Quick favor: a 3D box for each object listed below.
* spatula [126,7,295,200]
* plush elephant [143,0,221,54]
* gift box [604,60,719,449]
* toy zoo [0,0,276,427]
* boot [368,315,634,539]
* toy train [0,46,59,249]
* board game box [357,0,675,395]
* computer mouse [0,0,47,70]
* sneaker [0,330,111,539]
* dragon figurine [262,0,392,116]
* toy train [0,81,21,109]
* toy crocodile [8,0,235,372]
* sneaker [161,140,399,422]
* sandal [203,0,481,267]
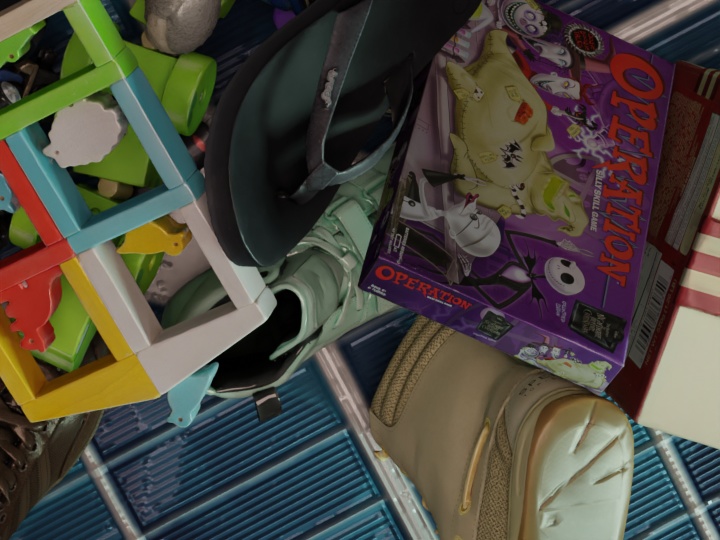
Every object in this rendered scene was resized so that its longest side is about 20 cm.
[{"bbox_3d":[-0.059,-0.076,1.151,0.200,0.021,0.057,-40,94,3],"label":"spatula"},{"bbox_3d":[-0.158,-0.197,1.034,0.154,0.165,0.200,-19,60,-25],"label":"plush elephant"},{"bbox_3d":[0.220,0.019,1.107,0.186,0.200,0.185,17,102,-9],"label":"gift box"},{"bbox_3d":[-0.125,-0.016,1.053,0.131,0.020,0.200,-23,106,22],"label":"toy zoo"},{"bbox_3d":[0.056,0.125,1.132,0.073,0.155,0.201,-3,111,-25],"label":"boot"},{"bbox_3d":[-0.193,-0.016,1.138,0.046,0.034,0.200,21,96,-26],"label":"toy train"},{"bbox_3d":[0.075,-0.046,1.094,0.120,0.200,0.032,26,136,-12],"label":"board game box"},{"bbox_3d":[-0.240,-0.101,1.084,0.199,0.059,0.034,-10,76,-7],"label":"computer mouse"},{"bbox_3d":[-0.175,0.098,1.141,0.070,0.076,0.200,30,96,-9],"label":"sneaker"},{"bbox_3d":[-0.035,-0.158,1.089,0.059,0.099,0.201,-16,89,8],"label":"dragon figurine"},{"bbox_3d":[-0.226,-0.017,1.108,0.200,0.042,0.056,-34,85,18],"label":"toy train"},{"bbox_3d":[-0.112,-0.051,1.121,0.067,0.062,0.201,19,91,9],"label":"toy crocodile"},{"bbox_3d":[0.000,0.001,1.119,0.200,0.118,0.074,-32,101,1],"label":"sneaker"},{"bbox_3d":[-0.002,-0.086,1.048,0.200,0.043,0.076,-55,134,-24],"label":"sandal"}]
